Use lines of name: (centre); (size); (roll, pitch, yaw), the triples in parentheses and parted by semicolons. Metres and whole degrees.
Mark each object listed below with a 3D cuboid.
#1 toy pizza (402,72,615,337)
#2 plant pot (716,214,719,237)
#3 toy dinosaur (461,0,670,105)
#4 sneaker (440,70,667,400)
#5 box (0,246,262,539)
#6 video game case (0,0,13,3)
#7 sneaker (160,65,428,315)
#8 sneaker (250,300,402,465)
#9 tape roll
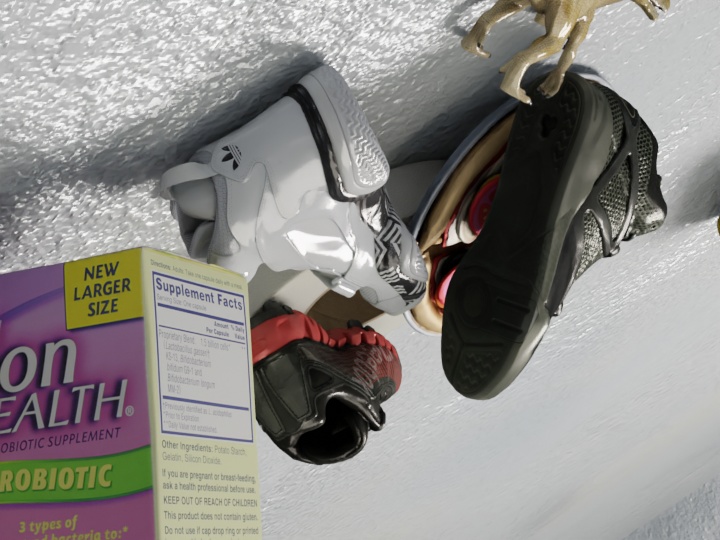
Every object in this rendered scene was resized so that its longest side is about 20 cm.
toy pizza: (0.104, -0.034, 0.972); (0.200, 0.032, 0.200); (-34, 147, -26)
plant pot: (0.417, -0.028, 1.296); (0.176, 0.200, 0.200); (-16, 159, -2)
toy dinosaur: (0.099, -0.143, 0.794); (0.101, 0.058, 0.200); (-53, 160, 19)
sneaker: (0.121, -0.011, 0.907); (0.114, 0.076, 0.200); (12, 100, -43)
box: (-0.148, 0.104, 0.745); (0.176, 0.200, 0.097); (-9, 167, 25)
video game case: (-0.052, -0.171, 0.544); (0.200, 0.023, 0.182); (-17, 157, -30)
sneaker: (-0.035, -0.022, 0.835); (0.115, 0.075, 0.200); (-26, 147, -2)
sneaker: (-0.019, 0.081, 0.986); (0.071, 0.098, 0.200); (-36, 160, 16)
tape roll: (0.000, 0.000, 1.010); (0.203, 0.037, 0.203); (-25, 159, -10)
